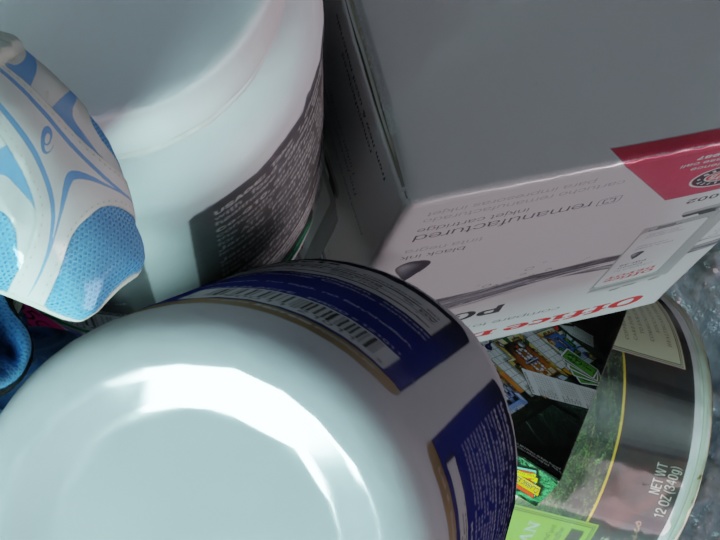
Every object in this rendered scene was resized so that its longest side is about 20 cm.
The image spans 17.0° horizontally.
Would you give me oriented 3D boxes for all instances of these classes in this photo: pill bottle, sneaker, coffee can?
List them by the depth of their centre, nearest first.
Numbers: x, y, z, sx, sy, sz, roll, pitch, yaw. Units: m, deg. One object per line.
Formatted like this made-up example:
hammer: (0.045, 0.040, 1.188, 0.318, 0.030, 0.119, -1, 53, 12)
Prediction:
sneaker: (-0.122, 0.009, 0.566, 0.072, 0.073, 0.200, -35, -174, -40)
pill bottle: (-0.019, 0.057, 0.638, 0.116, 0.116, 0.200, -57, 173, 10)
pill bottle: (-0.065, -0.055, 0.653, 0.113, 0.113, 0.200, -54, 173, -12)
coffee can: (0.026, 0.054, 1.017, 0.146, 0.199, 0.147, -39, -136, 50)

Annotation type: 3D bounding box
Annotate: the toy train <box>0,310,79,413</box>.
toy train: (-0.137, 0.064, 0.680, 0.200, 0.114, 0.087, -96, -178, -79)

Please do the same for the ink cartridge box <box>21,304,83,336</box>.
ink cartridge box: (-0.131, 0.064, 0.912, 0.137, 0.076, 0.200, -57, 174, 12)

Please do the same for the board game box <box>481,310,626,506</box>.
board game box: (0.000, 0.000, 0.911, 0.023, 0.200, 0.105, -57, -178, 45)

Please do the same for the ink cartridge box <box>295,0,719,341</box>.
ink cartridge box: (0.053, -0.039, 0.795, 0.146, 0.083, 0.200, -12, 165, -13)
